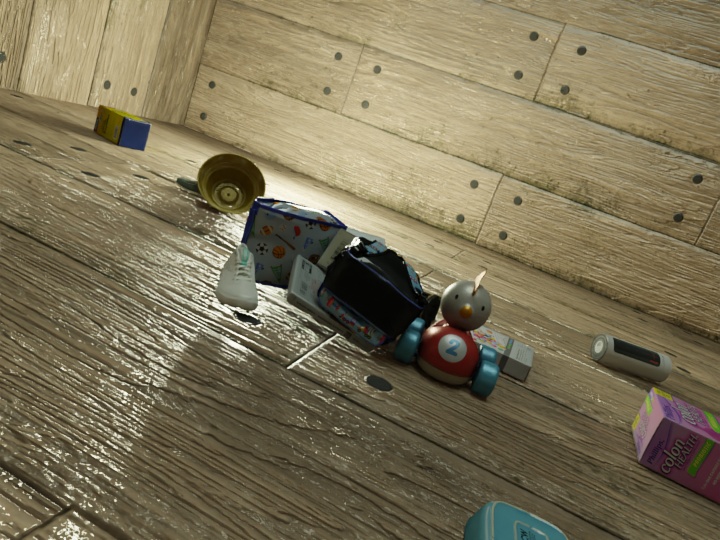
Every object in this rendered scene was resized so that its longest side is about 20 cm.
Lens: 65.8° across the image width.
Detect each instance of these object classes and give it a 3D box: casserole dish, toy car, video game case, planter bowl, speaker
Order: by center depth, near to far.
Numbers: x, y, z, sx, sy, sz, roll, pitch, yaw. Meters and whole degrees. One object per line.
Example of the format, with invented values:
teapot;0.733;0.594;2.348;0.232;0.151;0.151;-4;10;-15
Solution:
casserole dish;0.164;0.294;0.545;0.121;0.039;0.200;23;13;8
toy car;0.184;0.092;1.024;0.184;0.201;0.177;22;13;7
video game case;-0.055;0.058;1.054;0.182;0.023;0.200;34;15;-14
speaker;0.741;0.240;1.527;0.199;0.081;0.081;20;13;-6
planter bowl;-0.389;-0.242;1.664;0.200;0.201;0.083;17;-26;-15

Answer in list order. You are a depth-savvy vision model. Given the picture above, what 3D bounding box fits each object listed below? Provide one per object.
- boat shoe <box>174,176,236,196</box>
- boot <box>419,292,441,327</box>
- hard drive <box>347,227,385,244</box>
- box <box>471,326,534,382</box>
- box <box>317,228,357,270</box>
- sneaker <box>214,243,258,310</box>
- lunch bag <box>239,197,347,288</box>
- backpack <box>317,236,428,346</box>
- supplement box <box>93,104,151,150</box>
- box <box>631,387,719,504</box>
boat shoe;-0.479;-0.260;1.738;0.199;0.062;0.073;21;13;3
boot;0.109;0.073;1.292;0.138;0.078;0.200;19;-1;13
hard drive;-0.021;-0.064;1.582;0.199;0.026;0.132;15;48;-20
box;0.278;0.164;1.228;0.200;0.041;0.156;23;13;16
box;0.000;0.000;1.203;0.078;0.095;0.200;31;-7;30
sneaker;-0.220;0.004;1.016;0.075;0.089;0.200;16;14;-24
lunch bag;-0.156;-0.055;1.169;0.200;0.170;0.124;7;20;-36
backpack;0.027;0.026;1.030;0.182;0.135;0.200;37;15;-3
supplement box;-0.912;-0.546;2.130;0.200;0.110;0.109;28;15;32
box;0.604;0.316;0.983;0.200;0.097;0.176;24;14;19
